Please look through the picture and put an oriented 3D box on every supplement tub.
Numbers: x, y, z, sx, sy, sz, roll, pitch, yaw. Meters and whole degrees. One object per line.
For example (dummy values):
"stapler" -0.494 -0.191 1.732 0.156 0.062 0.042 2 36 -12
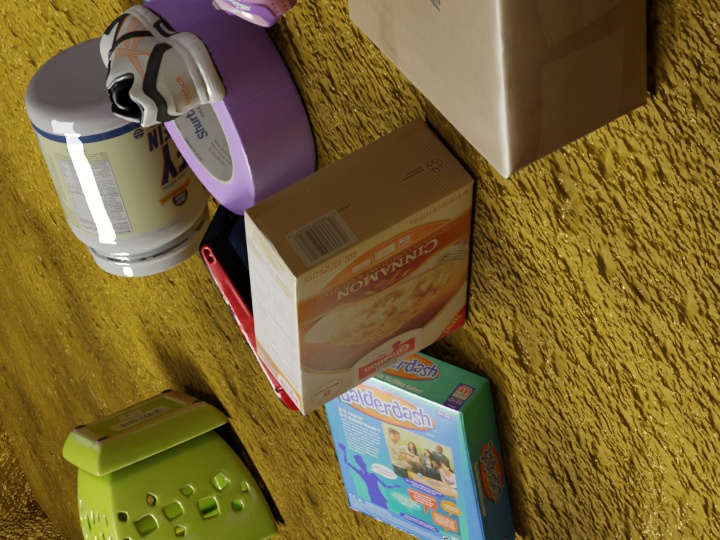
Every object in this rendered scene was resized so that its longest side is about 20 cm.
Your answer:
"supplement tub" -0.227 -0.109 2.175 0.145 0.145 0.200 41 154 47

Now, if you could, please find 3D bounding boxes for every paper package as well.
"paper package" 0.071 -0.188 1.282 0.191 0.103 0.200 49 160 36

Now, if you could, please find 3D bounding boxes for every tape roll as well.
"tape roll" -0.118 -0.149 1.941 0.200 0.066 0.200 52 160 28

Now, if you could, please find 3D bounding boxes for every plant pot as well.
"plant pot" -0.239 0.255 2.714 0.199 0.200 0.182 9 119 69

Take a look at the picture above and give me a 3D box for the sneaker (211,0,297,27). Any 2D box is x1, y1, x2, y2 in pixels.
"sneaker" -0.109 -0.244 1.761 0.088 0.080 0.200 50 176 -37

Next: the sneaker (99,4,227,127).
"sneaker" -0.184 -0.166 1.863 0.200 0.080 0.074 27 144 63

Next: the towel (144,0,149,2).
"towel" -0.234 -0.333 2.049 0.145 0.024 0.200 38 152 53

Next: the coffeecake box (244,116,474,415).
"coffeecake box" 0.000 0.000 1.691 0.073 0.153 0.200 52 161 27

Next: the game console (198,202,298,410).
"game console" -0.080 0.022 2.009 0.177 0.031 0.200 63 -169 -13

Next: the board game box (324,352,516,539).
"board game box" 0.046 0.147 1.891 0.152 0.045 0.200 21 143 30
